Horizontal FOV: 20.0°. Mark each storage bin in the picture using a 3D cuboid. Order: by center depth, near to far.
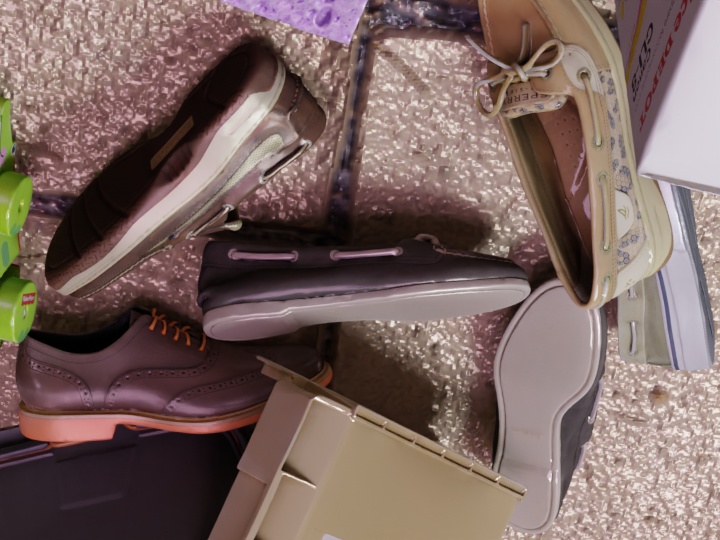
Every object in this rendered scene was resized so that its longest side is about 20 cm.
[{"bbox_3d":[-0.023,0.182,1.249,0.198,0.094,0.201,29,85,-41],"label":"storage bin"},{"bbox_3d":[-0.162,0.174,1.325,0.199,0.135,0.146,-12,127,10],"label":"storage bin"}]

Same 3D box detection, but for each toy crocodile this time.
[{"bbox_3d":[-0.228,-0.022,1.222,0.067,0.062,0.201,11,124,10],"label":"toy crocodile"}]

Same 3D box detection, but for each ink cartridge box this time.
[{"bbox_3d":[0.217,-0.144,1.021,0.144,0.201,0.146,11,128,-7],"label":"ink cartridge box"}]

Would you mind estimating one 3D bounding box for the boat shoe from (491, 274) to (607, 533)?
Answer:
[{"bbox_3d":[0.120,0.077,1.300,0.067,0.057,0.201,18,126,15],"label":"boat shoe"}]

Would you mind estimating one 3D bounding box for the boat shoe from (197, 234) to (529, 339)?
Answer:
[{"bbox_3d":[0.000,0.000,1.224,0.199,0.057,0.067,-6,163,1],"label":"boat shoe"}]

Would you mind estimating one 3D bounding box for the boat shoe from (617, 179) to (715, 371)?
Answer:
[{"bbox_3d":[0.169,-0.012,1.212,0.062,0.072,0.201,-7,129,14],"label":"boat shoe"}]

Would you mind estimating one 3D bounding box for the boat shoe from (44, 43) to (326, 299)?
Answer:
[{"bbox_3d":[-0.100,-0.041,1.193,0.075,0.075,0.202,34,122,-30],"label":"boat shoe"}]

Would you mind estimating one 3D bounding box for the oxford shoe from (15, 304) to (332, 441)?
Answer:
[{"bbox_3d":[-0.117,0.059,1.276,0.199,0.071,0.073,-6,106,-8],"label":"oxford shoe"}]

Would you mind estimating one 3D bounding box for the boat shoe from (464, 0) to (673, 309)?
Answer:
[{"bbox_3d":[0.111,-0.078,1.122,0.073,0.063,0.201,-14,105,51],"label":"boat shoe"}]

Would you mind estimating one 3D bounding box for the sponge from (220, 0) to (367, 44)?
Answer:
[{"bbox_3d":[-0.081,-0.202,1.092,0.199,0.030,0.112,16,127,-12],"label":"sponge"}]
